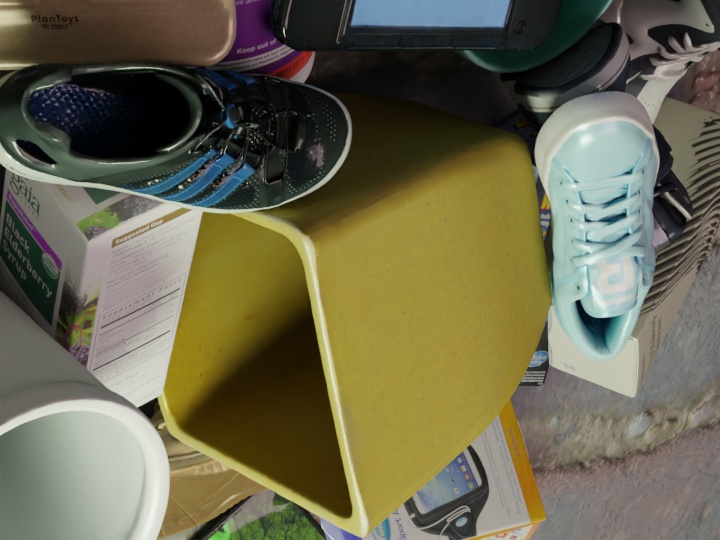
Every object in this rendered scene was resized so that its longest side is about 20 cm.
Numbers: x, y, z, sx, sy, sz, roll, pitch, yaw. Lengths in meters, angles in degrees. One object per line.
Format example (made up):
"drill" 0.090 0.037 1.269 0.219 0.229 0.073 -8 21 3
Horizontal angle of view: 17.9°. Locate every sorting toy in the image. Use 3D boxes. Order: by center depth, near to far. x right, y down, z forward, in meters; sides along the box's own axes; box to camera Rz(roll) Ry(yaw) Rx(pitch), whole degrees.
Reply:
"sorting toy" -0.158 -0.189 1.095 0.184 0.037 0.201 -1 129 4

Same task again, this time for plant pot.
"plant pot" 0.000 0.000 1.325 0.200 0.194 0.196 -28 122 -31

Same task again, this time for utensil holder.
"utensil holder" -0.224 0.087 1.182 0.170 0.200 0.170 -27 136 -30

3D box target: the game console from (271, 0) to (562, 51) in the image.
"game console" 0.076 -0.178 1.166 0.199 0.118 0.171 -5 117 -40

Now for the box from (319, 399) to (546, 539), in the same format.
"box" 0.033 0.134 1.562 0.199 0.120 0.041 -7 167 -41

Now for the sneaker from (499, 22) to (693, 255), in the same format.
"sneaker" 0.153 -0.072 1.389 0.077 0.147 0.202 -30 -174 2

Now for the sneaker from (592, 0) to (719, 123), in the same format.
"sneaker" 0.223 -0.154 1.512 0.079 0.130 0.200 -8 125 -41

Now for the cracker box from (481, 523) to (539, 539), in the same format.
"cracker box" 0.030 0.237 1.683 0.134 0.058 0.200 26 98 -51

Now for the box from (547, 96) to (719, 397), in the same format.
"box" 0.201 -0.018 1.586 0.200 0.068 0.082 -60 160 -27

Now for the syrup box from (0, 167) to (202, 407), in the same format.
"syrup box" -0.148 0.002 1.248 0.081 0.079 0.200 -27 154 -29

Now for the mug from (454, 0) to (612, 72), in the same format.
"mug" 0.085 -0.214 1.333 0.185 0.114 0.152 -31 137 -26

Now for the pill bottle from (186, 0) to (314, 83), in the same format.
"pill bottle" -0.079 -0.185 1.186 0.112 0.112 0.201 -26 136 -30

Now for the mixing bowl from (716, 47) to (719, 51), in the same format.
"mixing bowl" 0.349 -0.189 1.575 0.200 0.200 0.109 -4 112 -44

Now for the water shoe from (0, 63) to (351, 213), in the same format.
"water shoe" -0.083 -0.066 1.127 0.199 0.079 0.072 -1 88 -28

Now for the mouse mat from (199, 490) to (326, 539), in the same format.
"mouse mat" -0.067 0.254 1.583 0.161 0.008 0.200 -42 124 -5

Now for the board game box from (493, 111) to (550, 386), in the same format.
"board game box" 0.078 -0.023 1.523 0.200 0.062 0.201 4 115 -46

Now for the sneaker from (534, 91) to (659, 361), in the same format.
"sneaker" 0.145 -0.020 1.321 0.074 0.082 0.200 -15 145 -4

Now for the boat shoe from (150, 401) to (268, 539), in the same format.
"boat shoe" -0.102 0.111 1.438 0.199 0.069 0.074 -19 143 -7
